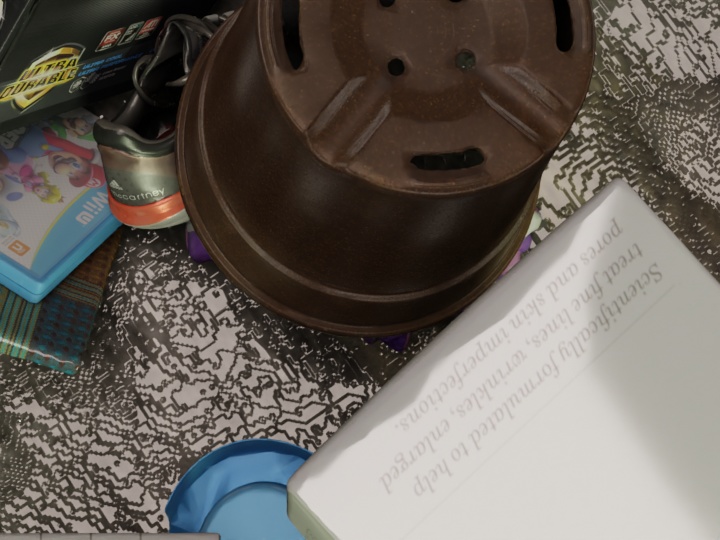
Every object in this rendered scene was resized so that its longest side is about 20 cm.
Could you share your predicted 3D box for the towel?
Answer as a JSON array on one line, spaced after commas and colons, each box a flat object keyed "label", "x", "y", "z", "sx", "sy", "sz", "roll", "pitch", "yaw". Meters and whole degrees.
[{"label": "towel", "x": -0.232, "y": -0.018, "z": 0.927, "sx": 0.198, "sy": 0.147, "sz": 0.022, "roll": 20, "pitch": 122, "yaw": -9}]

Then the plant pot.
[{"label": "plant pot", "x": 0.014, "y": -0.083, "z": 0.825, "sx": 0.198, "sy": 0.198, "sz": 0.202, "roll": 2, "pitch": 79, "yaw": -8}]

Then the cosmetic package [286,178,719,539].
[{"label": "cosmetic package", "x": 0.082, "y": 0.096, "z": 0.673, "sx": 0.165, "sy": 0.200, "sz": 0.165, "roll": -42, "pitch": 83, "yaw": -9}]

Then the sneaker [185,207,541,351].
[{"label": "sneaker", "x": 0.000, "y": 0.000, "z": 0.962, "sx": 0.198, "sy": 0.080, "sz": 0.089, "roll": 2, "pitch": 95, "yaw": 4}]

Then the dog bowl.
[{"label": "dog bowl", "x": -0.072, "y": 0.190, "z": 0.932, "sx": 0.111, "sy": 0.050, "sz": 0.201, "roll": 26, "pitch": 80, "yaw": 9}]

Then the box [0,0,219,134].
[{"label": "box", "x": -0.121, "y": -0.165, "z": 0.891, "sx": 0.050, "sy": 0.200, "sz": 0.199, "roll": 46, "pitch": 121, "yaw": 9}]

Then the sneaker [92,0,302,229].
[{"label": "sneaker", "x": -0.072, "y": -0.112, "z": 0.953, "sx": 0.077, "sy": 0.082, "sz": 0.200, "roll": 18, "pitch": 56, "yaw": 33}]

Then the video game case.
[{"label": "video game case", "x": -0.222, "y": -0.074, "z": 0.960, "sx": 0.199, "sy": 0.018, "sz": 0.143, "roll": 32, "pitch": 39, "yaw": 6}]

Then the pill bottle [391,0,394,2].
[{"label": "pill bottle", "x": 0.029, "y": -0.212, "z": 0.983, "sx": 0.199, "sy": 0.109, "sz": 0.109, "roll": 37, "pitch": 81, "yaw": 7}]

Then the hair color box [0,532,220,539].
[{"label": "hair color box", "x": -0.167, "y": 0.190, "z": 0.844, "sx": 0.198, "sy": 0.064, "sz": 0.112, "roll": 1, "pitch": 56, "yaw": -8}]
